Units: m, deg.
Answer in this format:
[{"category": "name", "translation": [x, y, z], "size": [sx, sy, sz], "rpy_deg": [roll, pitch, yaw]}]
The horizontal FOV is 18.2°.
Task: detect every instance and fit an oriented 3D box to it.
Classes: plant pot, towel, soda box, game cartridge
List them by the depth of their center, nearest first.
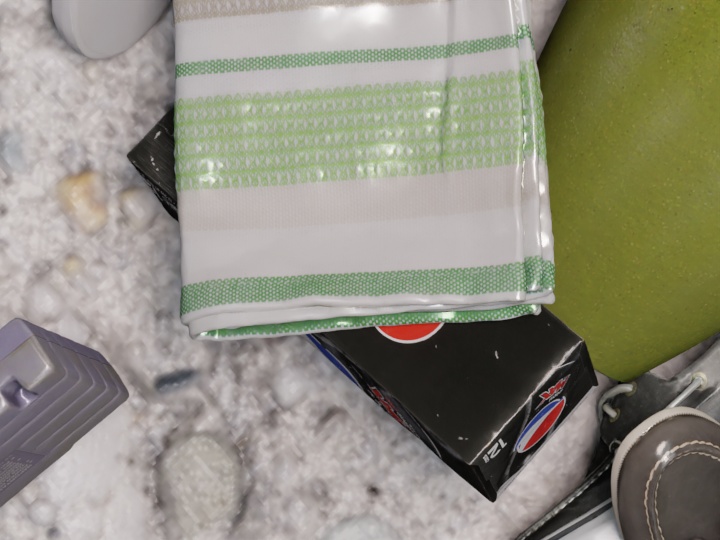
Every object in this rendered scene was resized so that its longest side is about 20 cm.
[{"category": "towel", "translation": [-0.004, -0.078, 0.867], "size": [0.148, 0.031, 0.202], "rpy_deg": [-5, 81, 11]}, {"category": "game cartridge", "translation": [-0.187, 0.096, 0.879], "size": [0.200, 0.130, 0.038], "rpy_deg": [-40, 83, 1]}, {"category": "soda box", "translation": [0.000, 0.000, 0.909], "size": [0.200, 0.063, 0.071], "rpy_deg": [41, 83, 22]}, {"category": "plant pot", "translation": [0.143, -0.057, 0.938], "size": [0.187, 0.187, 0.200], "rpy_deg": [37, 103, -11]}]

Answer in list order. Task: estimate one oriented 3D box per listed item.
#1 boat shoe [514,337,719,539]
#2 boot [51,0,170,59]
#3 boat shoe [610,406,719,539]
[{"category": "boat shoe", "translation": [0.137, 0.073, 0.992], "size": [0.199, 0.072, 0.071], "rpy_deg": [-35, 76, -7]}, {"category": "boot", "translation": [-0.110, -0.196, 0.927], "size": [0.073, 0.095, 0.202], "rpy_deg": [-12, 125, -49]}, {"category": "boat shoe", "translation": [0.159, 0.134, 0.946], "size": [0.067, 0.057, 0.201], "rpy_deg": [-33, 134, -9]}]
